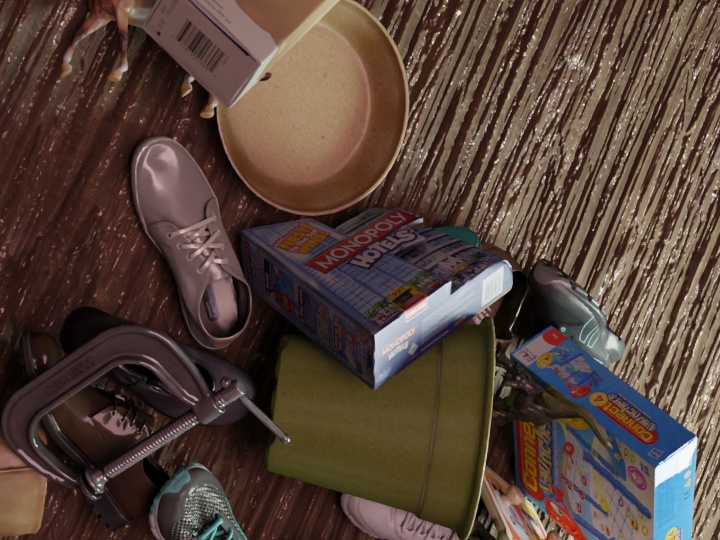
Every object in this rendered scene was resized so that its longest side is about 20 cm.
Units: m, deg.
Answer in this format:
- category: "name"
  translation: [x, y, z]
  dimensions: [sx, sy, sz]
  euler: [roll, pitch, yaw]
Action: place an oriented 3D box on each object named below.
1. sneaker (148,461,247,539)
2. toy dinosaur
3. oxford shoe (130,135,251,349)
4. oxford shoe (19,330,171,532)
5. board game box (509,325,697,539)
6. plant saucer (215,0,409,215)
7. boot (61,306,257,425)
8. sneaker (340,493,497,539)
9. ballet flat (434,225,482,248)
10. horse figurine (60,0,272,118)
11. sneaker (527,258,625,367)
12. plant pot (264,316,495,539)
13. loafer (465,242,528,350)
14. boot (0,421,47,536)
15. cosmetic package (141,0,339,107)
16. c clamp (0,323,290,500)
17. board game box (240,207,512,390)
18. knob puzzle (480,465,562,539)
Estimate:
- category: "sneaker"
  translation: [-0.117, 0.246, 1.458]
  dimensions: [0.078, 0.091, 0.201]
  euler: [-45, 141, -23]
- category: "toy dinosaur"
  translation: [0.154, 0.115, 1.537]
  dimensions: [0.048, 0.199, 0.088]
  euler: [-47, 110, -17]
- category: "oxford shoe"
  translation: [-0.144, -0.023, 1.468]
  dimensions: [0.075, 0.058, 0.202]
  euler: [-25, 106, -24]
- category: "oxford shoe"
  translation: [-0.221, 0.123, 1.416]
  dimensions: [0.084, 0.073, 0.201]
  euler: [-25, 120, 6]
- category: "board game box"
  translation: [0.229, 0.185, 1.597]
  dimensions: [0.056, 0.195, 0.201]
  euler: [-30, 136, -24]
- category: "plant saucer"
  translation: [-0.048, -0.152, 1.521]
  dimensions: [0.198, 0.035, 0.203]
  euler: [-4, 98, -30]
- category: "boot"
  translation: [-0.154, 0.094, 1.431]
  dimensions: [0.199, 0.131, 0.071]
  euler: [22, 84, -31]
- category: "sneaker"
  translation: [0.069, 0.246, 1.615]
  dimensions: [0.199, 0.081, 0.076]
  euler: [30, 82, -29]
- category: "ballet flat"
  translation: [0.028, 0.016, 1.581]
  dimensions: [0.198, 0.071, 0.066]
  euler: [-19, 132, -25]
- category: "horse figurine"
  translation: [-0.171, -0.210, 1.422]
  dimensions: [0.198, 0.050, 0.134]
  euler: [13, 67, -21]
- category: "sneaker"
  translation: [0.203, 0.061, 1.651]
  dimensions: [0.079, 0.075, 0.200]
  euler: [-44, 142, -2]
- category: "plant pot"
  translation: [0.013, 0.129, 1.500]
  dimensions: [0.188, 0.200, 0.203]
  euler: [8, 92, -1]
- category: "loafer"
  translation: [0.103, 0.069, 1.620]
  dimensions: [0.076, 0.067, 0.202]
  euler: [23, 84, -31]
- category: "boot"
  translation: [-0.353, 0.134, 1.359]
  dimensions: [0.198, 0.066, 0.177]
  euler: [1, 107, -30]
- category: "cosmetic package"
  translation: [-0.082, -0.239, 1.413]
  dimensions: [0.105, 0.071, 0.200]
  euler: [41, 49, -4]
- category: "c clamp"
  translation: [-0.184, 0.126, 1.357]
  dimensions: [0.199, 0.027, 0.171]
  euler: [-27, 119, 15]
- category: "board game box"
  translation: [0.000, 0.000, 1.488]
  dimensions: [0.199, 0.199, 0.062]
  euler: [-33, 136, -40]
- category: "knob puzzle"
  translation: [0.180, 0.280, 1.591]
  dimensions: [0.030, 0.220, 0.220]
  euler: [-31, 115, 10]
